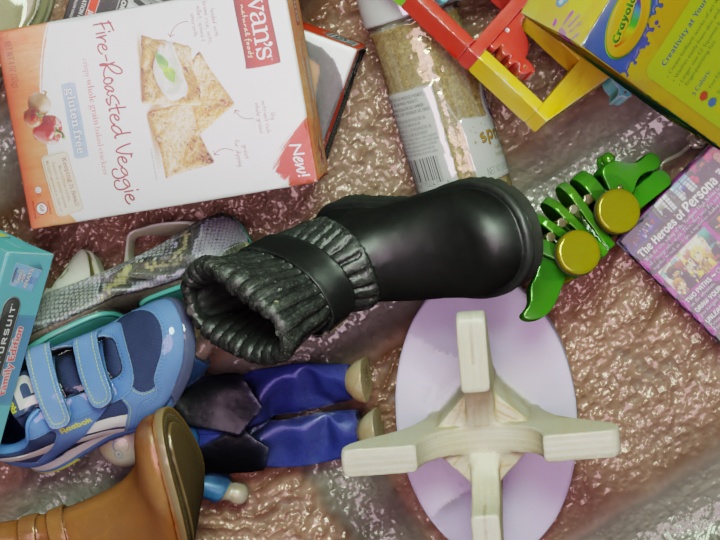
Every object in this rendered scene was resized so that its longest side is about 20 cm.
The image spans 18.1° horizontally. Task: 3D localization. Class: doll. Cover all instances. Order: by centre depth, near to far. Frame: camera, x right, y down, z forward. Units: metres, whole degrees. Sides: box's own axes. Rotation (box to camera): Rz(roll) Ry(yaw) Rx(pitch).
[{"bbox_3d":[-0.089,0.102,1.586,0.199,0.048,0.137,-10,108,10],"label":"doll"}]

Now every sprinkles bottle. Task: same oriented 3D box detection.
[{"bbox_3d":[0.056,-0.104,1.534,0.068,0.068,0.201,-16,96,8],"label":"sprinkles bottle"}]

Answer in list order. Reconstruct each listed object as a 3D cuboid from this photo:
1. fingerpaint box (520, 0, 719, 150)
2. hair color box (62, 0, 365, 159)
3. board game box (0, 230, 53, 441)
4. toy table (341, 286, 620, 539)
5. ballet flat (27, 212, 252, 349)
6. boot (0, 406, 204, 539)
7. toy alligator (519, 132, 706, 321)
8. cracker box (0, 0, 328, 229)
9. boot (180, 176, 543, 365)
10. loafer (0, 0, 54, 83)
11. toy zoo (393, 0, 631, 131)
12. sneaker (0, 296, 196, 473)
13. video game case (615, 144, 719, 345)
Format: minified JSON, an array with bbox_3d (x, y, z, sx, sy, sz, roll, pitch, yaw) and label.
[{"bbox_3d":[0.224,-0.202,1.447,0.167,0.073,0.201,28,95,-39],"label":"fingerpaint box"},{"bbox_3d":[-0.107,-0.141,1.551,0.199,0.061,0.102,20,99,3],"label":"hair color box"},{"bbox_3d":[-0.314,0.026,1.558,0.199,0.047,0.152,23,101,34],"label":"board game box"},{"bbox_3d":[0.082,0.108,1.534,0.183,0.117,0.201,-16,97,7],"label":"toy table"},{"bbox_3d":[-0.166,0.010,1.584,0.199,0.072,0.072,-22,95,9],"label":"ballet flat"},{"bbox_3d":[-0.185,0.174,1.568,0.154,0.077,0.201,1,136,7],"label":"boot"},{"bbox_3d":[0.163,-0.050,1.519,0.054,0.059,0.200,45,79,-2],"label":"toy alligator"},{"bbox_3d":[-0.130,-0.110,1.498,0.199,0.058,0.135,-10,96,7],"label":"cracker box"},{"bbox_3d":[0.000,0.002,1.468,0.211,0.158,0.080,-6,103,45],"label":"boot"},{"bbox_3d":[-0.284,-0.147,1.558,0.076,0.068,0.200,38,90,0],"label":"loafer"},{"bbox_3d":[0.104,-0.182,1.501,0.200,0.020,0.131,43,60,-1],"label":"toy zoo"},{"bbox_3d":[-0.193,0.081,1.545,0.200,0.082,0.074,-35,58,31],"label":"sneaker"},{"bbox_3d":[0.306,-0.028,1.530,0.181,0.036,0.200,44,100,-1],"label":"video game case"}]
